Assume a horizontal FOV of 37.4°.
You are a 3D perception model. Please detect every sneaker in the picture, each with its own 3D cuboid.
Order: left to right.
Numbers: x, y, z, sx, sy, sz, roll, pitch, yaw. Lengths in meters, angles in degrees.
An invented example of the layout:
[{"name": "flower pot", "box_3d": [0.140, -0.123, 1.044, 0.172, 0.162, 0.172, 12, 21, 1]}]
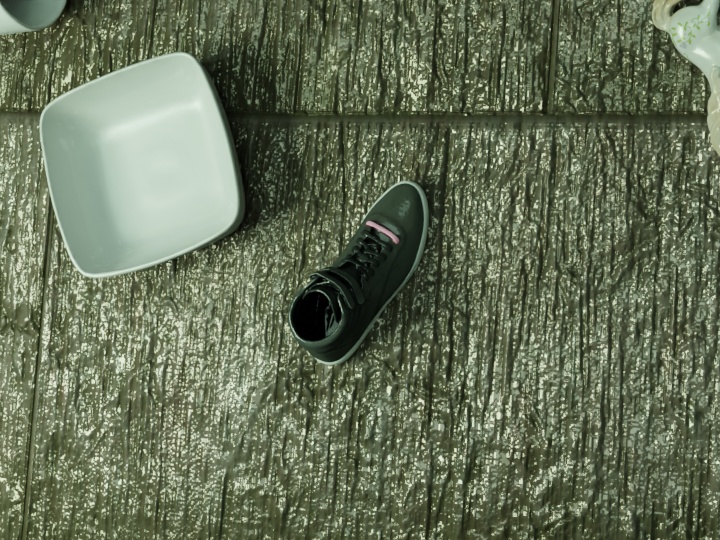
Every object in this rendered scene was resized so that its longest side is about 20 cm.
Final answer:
[{"name": "sneaker", "box_3d": [0.000, 0.000, 1.018, 0.070, 0.099, 0.201, 31, 92, 16]}]

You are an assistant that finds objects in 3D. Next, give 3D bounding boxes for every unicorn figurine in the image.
[{"name": "unicorn figurine", "box_3d": [0.342, -0.192, 0.966, 0.137, 0.074, 0.201, -43, 63, 17]}]

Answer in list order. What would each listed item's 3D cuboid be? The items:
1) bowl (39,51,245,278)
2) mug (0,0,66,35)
[{"name": "bowl", "box_3d": [-0.215, -0.102, 1.093, 0.198, 0.075, 0.202, -18, 81, 13]}, {"name": "mug", "box_3d": [-0.418, -0.343, 1.140, 0.173, 0.148, 0.202, -1, 55, 21]}]
